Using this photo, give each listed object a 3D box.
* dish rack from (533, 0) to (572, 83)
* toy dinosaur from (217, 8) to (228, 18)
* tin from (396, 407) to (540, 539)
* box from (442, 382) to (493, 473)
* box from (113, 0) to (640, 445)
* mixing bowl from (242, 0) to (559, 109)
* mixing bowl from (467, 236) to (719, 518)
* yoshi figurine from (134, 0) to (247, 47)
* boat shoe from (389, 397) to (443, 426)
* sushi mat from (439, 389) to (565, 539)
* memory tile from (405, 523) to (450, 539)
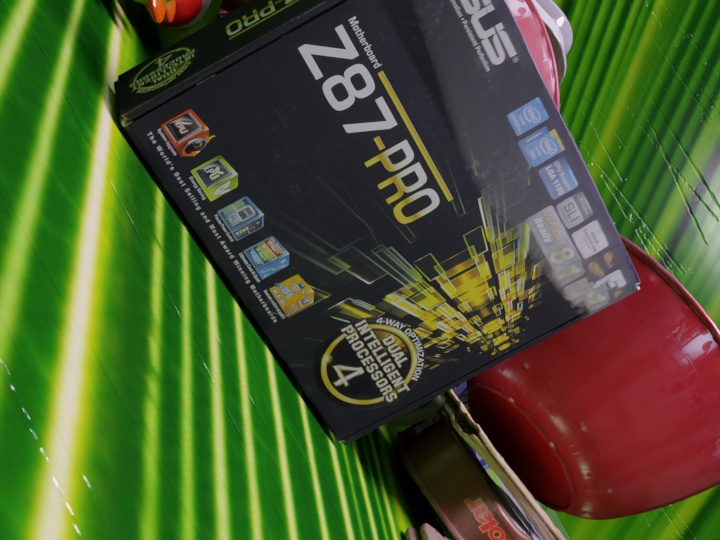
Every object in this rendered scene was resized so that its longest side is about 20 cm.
[{"bbox_3d":[0.038,-0.154,0.922,0.172,0.044,0.200,46,-30,-2],"label":"dish rack"},{"bbox_3d":[-0.018,-0.091,0.885,0.200,0.181,0.105,-88,-165,-56],"label":"toy dinosaur"},{"bbox_3d":[0.069,0.138,0.894,0.112,0.042,0.200,57,0,0],"label":"tin"},{"bbox_3d":[0.137,0.080,1.121,0.070,0.199,0.064,59,3,-30],"label":"box"},{"bbox_3d":[0.012,-0.036,0.651,0.200,0.161,0.049,59,4,-32],"label":"box"},{"bbox_3d":[-0.006,-0.088,0.789,0.108,0.200,0.201,-13,72,-60],"label":"mixing bowl"},{"bbox_3d":[0.139,0.080,0.933,0.200,0.108,0.200,45,-20,22],"label":"mixing bowl"},{"bbox_3d":[-0.101,-0.191,0.777,0.112,0.112,0.200,45,6,2],"label":"yoshi figurine"},{"bbox_3d":[0.000,0.000,0.914,0.060,0.074,0.201,63,9,-53],"label":"boat shoe"},{"bbox_3d":[0.063,0.091,0.822,0.096,0.012,0.200,54,1,34],"label":"sushi mat"},{"bbox_3d":[0.080,0.214,0.798,0.154,0.017,0.200,63,4,21],"label":"memory tile"}]
